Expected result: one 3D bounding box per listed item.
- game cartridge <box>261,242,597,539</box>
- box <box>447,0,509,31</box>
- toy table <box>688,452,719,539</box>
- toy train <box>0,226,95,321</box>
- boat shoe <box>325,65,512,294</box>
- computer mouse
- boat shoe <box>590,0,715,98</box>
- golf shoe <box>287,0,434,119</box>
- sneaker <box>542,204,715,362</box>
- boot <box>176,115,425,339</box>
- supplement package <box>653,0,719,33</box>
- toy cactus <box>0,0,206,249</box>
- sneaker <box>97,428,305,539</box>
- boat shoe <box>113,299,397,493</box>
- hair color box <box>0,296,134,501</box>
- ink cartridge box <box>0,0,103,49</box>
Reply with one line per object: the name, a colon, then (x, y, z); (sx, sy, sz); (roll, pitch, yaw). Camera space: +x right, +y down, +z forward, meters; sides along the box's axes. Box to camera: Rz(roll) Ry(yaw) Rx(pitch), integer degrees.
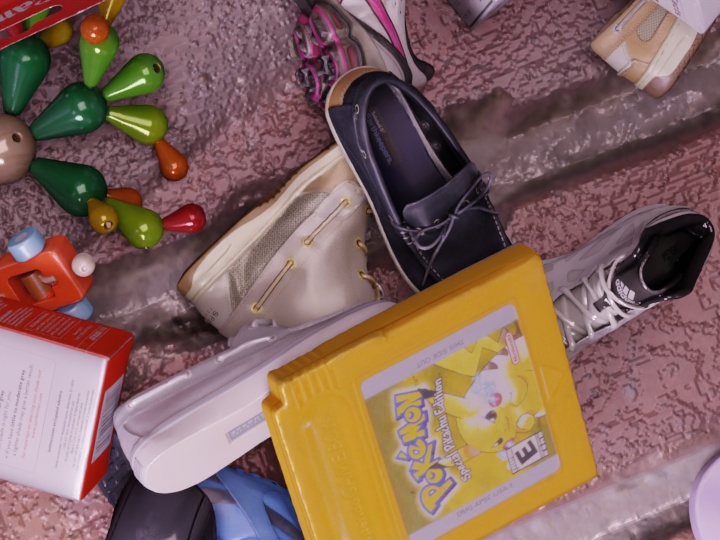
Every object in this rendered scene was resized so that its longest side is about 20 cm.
game cartridge: (0.045, 0.101, 1.649); (0.199, 0.032, 0.177); (-28, 120, -19)
box: (0.041, -0.261, 1.718); (0.060, 0.117, 0.200); (-39, 89, -8)
toy table: (0.322, 0.174, 1.711); (0.198, 0.117, 0.185); (10, 84, -4)
toy train: (-0.257, -0.042, 1.666); (0.150, 0.056, 0.200); (-22, 115, 32)
boat shoe: (0.048, -0.042, 1.661); (0.074, 0.062, 0.201); (-34, 99, -17)
computer mouse: (-0.115, 0.236, 1.649); (0.140, 0.046, 0.201); (20, 104, 13)
boat shoe: (0.225, -0.218, 1.757); (0.076, 0.072, 0.201); (33, 83, -1)
golf shoe: (-0.013, -0.204, 1.737); (0.092, 0.072, 0.202); (-16, 93, -26)
sneaker: (0.145, 0.015, 1.705); (0.200, 0.115, 0.076); (-35, 89, -8)
boot: (0.000, 0.000, 1.714); (0.200, 0.072, 0.155); (-41, 90, -3)
supplement package: (0.175, -0.270, 1.697); (0.200, 0.117, 0.117); (36, 81, 24)
toy cactus: (-0.200, -0.091, 1.698); (0.164, 0.102, 0.201); (-25, 97, 2)
sneaker: (-0.092, 0.155, 1.703); (0.200, 0.066, 0.078); (40, 52, 6)
boat shoe: (-0.064, 0.066, 1.651); (0.199, 0.072, 0.069); (-33, 57, -6)
hair color box: (-0.252, 0.066, 1.650); (0.199, 0.061, 0.102); (16, 107, 8)
ink cartridge box: (-0.239, -0.191, 1.645); (0.160, 0.200, 0.050); (-26, 116, -8)
